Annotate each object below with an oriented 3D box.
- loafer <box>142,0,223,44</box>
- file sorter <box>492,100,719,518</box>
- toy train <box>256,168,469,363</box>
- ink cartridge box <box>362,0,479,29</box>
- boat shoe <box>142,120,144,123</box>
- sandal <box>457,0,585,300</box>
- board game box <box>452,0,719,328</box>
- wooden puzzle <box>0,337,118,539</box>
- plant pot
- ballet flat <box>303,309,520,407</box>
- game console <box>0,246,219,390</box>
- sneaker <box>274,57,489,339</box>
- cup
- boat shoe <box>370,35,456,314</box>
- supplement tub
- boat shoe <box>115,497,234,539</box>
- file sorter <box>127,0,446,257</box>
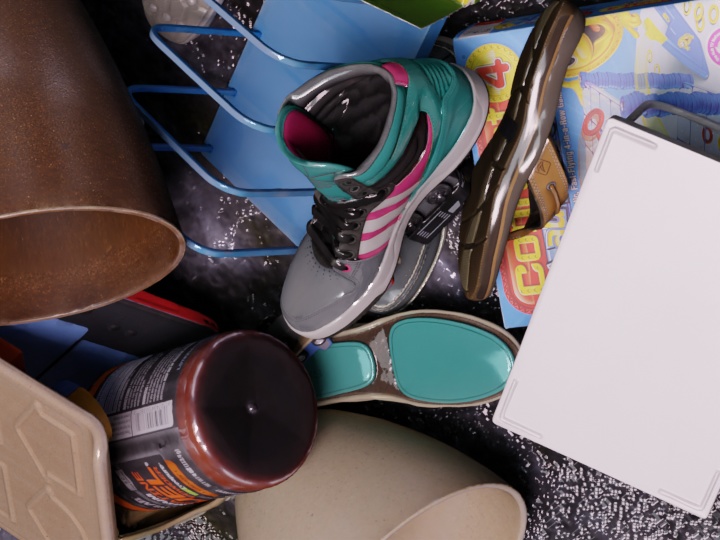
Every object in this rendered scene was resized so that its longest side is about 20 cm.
[{"bbox_3d":[-0.095,-0.239,1.195,0.070,0.070,0.200,34,131,9],"label":"loafer"},{"bbox_3d":[0.189,0.013,1.083,0.138,0.125,0.201,23,112,11],"label":"file sorter"},{"bbox_3d":[0.000,0.000,1.189,0.200,0.046,0.034,-44,50,26],"label":"toy train"},{"bbox_3d":[0.016,-0.221,1.088,0.147,0.200,0.076,28,113,8],"label":"ink cartridge box"},{"bbox_3d":[-0.247,-0.140,1.275,0.200,0.074,0.060,36,110,-4],"label":"boat shoe"},{"bbox_3d":[0.108,-0.069,1.123,0.054,0.082,0.201,16,105,-10],"label":"sandal"},{"bbox_3d":[0.174,-0.072,1.160,0.195,0.056,0.201,-7,104,20],"label":"board game box"},{"bbox_3d":[-0.223,0.118,1.209,0.200,0.046,0.186,32,141,27],"label":"wooden puzzle"},{"bbox_3d":[-0.218,-0.091,1.113,0.186,0.187,0.201,-21,70,23],"label":"plant pot"},{"bbox_3d":[0.025,0.059,1.245,0.199,0.069,0.070,-1,106,22],"label":"ballet flat"},{"bbox_3d":[-0.224,0.062,1.276,0.176,0.031,0.200,25,136,-30],"label":"game console"},{"bbox_3d":[-0.014,-0.048,1.095,0.084,0.121,0.200,43,108,35],"label":"sneaker"},{"bbox_3d":[-0.005,0.179,1.243,0.143,0.200,0.201,45,118,33],"label":"cup"},{"bbox_3d":[0.026,-0.057,1.211,0.072,0.062,0.201,19,112,11],"label":"boat shoe"},{"bbox_3d":[-0.124,0.107,1.224,0.200,0.107,0.107,-19,101,50],"label":"supplement tub"},{"bbox_3d":[-0.170,0.164,1.345,0.199,0.063,0.074,-21,100,23],"label":"boat shoe"},{"bbox_3d":[-0.063,-0.123,1.160,0.139,0.122,0.201,43,120,33],"label":"file sorter"}]
